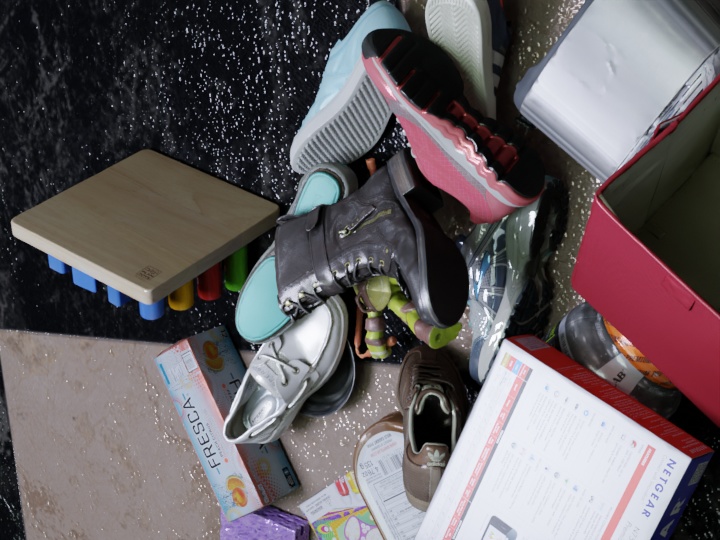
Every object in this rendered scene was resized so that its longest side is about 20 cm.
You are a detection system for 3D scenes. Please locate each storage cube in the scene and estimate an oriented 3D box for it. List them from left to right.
[{"bbox_3d":[0.279,-0.013,0.904,0.171,0.180,0.200,-42,73,-11],"label":"storage cube"}]

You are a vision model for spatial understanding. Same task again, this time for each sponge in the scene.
[{"bbox_3d":[-0.111,0.364,1.405,0.111,0.030,0.202,13,109,33],"label":"sponge"}]

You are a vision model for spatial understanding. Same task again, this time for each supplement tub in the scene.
[{"bbox_3d":[0.192,0.109,1.070,0.123,0.122,0.200,51,125,14],"label":"supplement tub"}]

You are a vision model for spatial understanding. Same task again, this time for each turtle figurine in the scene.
[{"bbox_3d":[0.026,0.003,1.169,0.161,0.064,0.202,22,111,52],"label":"turtle figurine"}]

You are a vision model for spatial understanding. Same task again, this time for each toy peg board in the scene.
[{"bbox_3d":[-0.220,-0.019,1.295,0.199,0.199,0.099,23,130,29],"label":"toy peg board"}]

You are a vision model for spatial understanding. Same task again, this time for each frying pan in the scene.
[{"bbox_3d":[-0.065,0.061,1.295,0.115,0.031,0.191,-31,80,35],"label":"frying pan"}]

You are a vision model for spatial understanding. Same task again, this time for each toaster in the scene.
[{"bbox_3d":[0.217,-0.151,0.991,0.129,0.113,0.200,47,120,18],"label":"toaster"}]

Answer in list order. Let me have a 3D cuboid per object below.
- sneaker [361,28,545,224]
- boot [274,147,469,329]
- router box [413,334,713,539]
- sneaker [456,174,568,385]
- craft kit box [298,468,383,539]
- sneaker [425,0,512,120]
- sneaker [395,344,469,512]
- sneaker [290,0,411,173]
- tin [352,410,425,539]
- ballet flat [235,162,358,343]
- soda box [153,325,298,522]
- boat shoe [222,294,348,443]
[{"bbox_3d":[0.062,-0.116,1.057,0.200,0.074,0.087,47,139,0],"label":"sneaker"},{"bbox_3d":[0.000,0.000,1.100,0.173,0.069,0.201,-31,48,24],"label":"boot"},{"bbox_3d":[0.155,0.183,0.986,0.179,0.049,0.201,34,110,31],"label":"router box"},{"bbox_3d":[0.127,0.005,1.129,0.086,0.077,0.202,22,104,36],"label":"sneaker"},{"bbox_3d":[0.057,0.277,1.257,0.200,0.048,0.198,-40,81,35],"label":"craft kit box"},{"bbox_3d":[0.101,-0.180,1.102,0.074,0.085,0.201,21,137,19],"label":"sneaker"},{"bbox_3d":[0.071,0.124,1.128,0.070,0.201,0.076,2,128,-3],"label":"sneaker"},{"bbox_3d":[-0.009,-0.174,1.188,0.200,0.073,0.083,-46,44,39],"label":"sneaker"},{"bbox_3d":[0.064,0.234,1.194,0.112,0.042,0.201,-33,82,40],"label":"tin"},{"bbox_3d":[-0.058,-0.016,1.222,0.067,0.064,0.201,32,107,11],"label":"ballet flat"},{"bbox_3d":[-0.148,0.167,1.357,0.063,0.068,0.201,-28,84,37],"label":"soda box"},{"bbox_3d":[-0.079,0.105,1.256,0.071,0.069,0.201,41,117,23],"label":"boat shoe"}]
